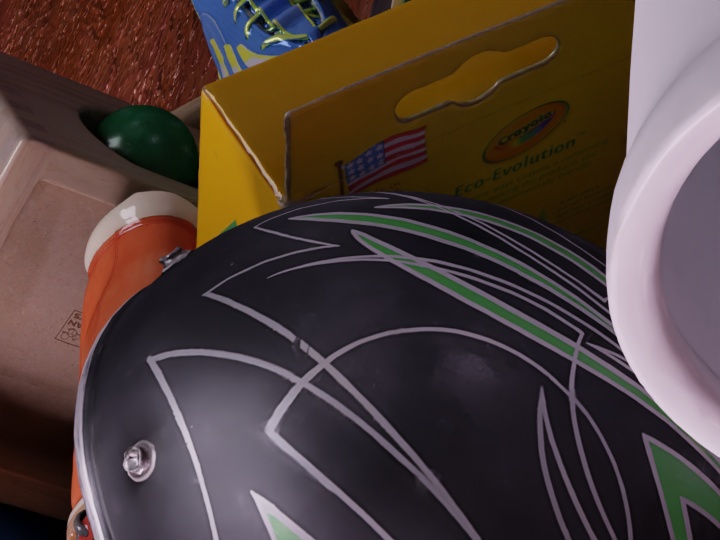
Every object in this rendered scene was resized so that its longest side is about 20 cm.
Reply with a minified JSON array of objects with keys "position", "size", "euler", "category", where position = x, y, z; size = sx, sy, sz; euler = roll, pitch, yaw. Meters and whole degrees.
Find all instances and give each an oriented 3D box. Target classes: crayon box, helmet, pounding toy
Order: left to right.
[{"position":[-0.116,-0.012,1.233],"size":[0.200,0.184,0.142],"euler":[-60,35,14],"category":"pounding toy"},{"position":[0.016,-0.017,0.843],"size":[0.051,0.127,0.200],"euler":[54,155,29],"category":"crayon box"},{"position":[0.021,0.079,0.727],"size":[0.200,0.199,0.191],"euler":[-104,22,-58],"category":"helmet"}]

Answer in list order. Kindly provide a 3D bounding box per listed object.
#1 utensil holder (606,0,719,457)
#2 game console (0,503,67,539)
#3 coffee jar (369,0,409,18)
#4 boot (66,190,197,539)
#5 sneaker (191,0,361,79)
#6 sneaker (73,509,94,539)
[{"position":[0.141,-0.070,0.615],"size":[0.170,0.169,0.201],"euler":[-49,26,44],"category":"utensil holder"},{"position":[-0.176,0.138,1.251],"size":[0.200,0.118,0.171],"euler":[-116,31,-64],"category":"game console"},{"position":[0.075,-0.101,0.935],"size":[0.200,0.085,0.105],"euler":[-7,64,69],"category":"coffee jar"},{"position":[-0.082,0.050,1.146],"size":[0.200,0.075,0.108],"euler":[104,161,-59],"category":"boot"},{"position":[-0.040,-0.095,1.140],"size":[0.076,0.105,0.200],"euler":[-36,10,4],"category":"sneaker"},{"position":[-0.079,0.118,1.098],"size":[0.200,0.082,0.077],"euler":[-43,-2,38],"category":"sneaker"}]
